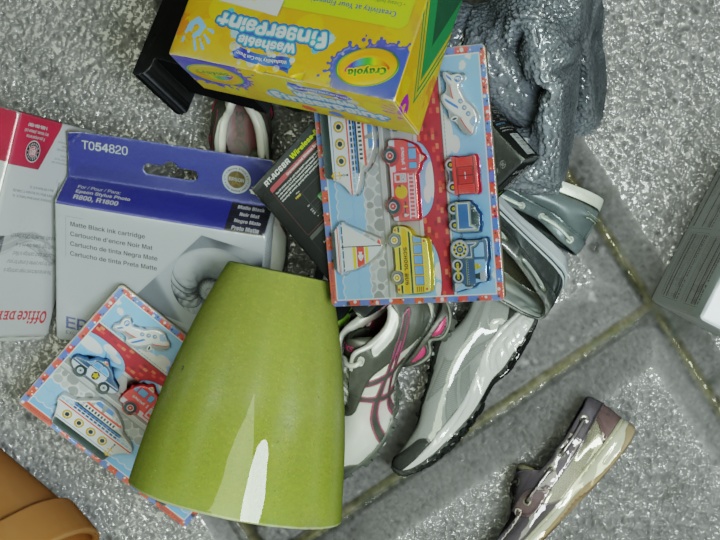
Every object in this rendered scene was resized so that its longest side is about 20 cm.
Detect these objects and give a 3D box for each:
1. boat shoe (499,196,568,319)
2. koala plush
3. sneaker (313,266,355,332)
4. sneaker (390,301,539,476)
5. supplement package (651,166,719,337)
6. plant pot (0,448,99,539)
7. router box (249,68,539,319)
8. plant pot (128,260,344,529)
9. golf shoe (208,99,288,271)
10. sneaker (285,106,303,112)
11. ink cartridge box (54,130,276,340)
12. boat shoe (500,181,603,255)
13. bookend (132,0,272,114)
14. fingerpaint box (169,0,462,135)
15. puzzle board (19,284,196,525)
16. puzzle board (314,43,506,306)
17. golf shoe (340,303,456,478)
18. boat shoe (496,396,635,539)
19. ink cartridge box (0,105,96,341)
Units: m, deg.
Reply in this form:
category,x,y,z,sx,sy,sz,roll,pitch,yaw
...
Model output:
category,x,y,z,sx,sy,sz,roll,pitch,yaw
boat shoe,0.104,-0.030,1.283,0.199,0.071,0.072,32,132,-9
koala plush,0.105,-0.190,1.264,0.198,0.178,0.185,11,126,22
sneaker,0.000,0.000,1.322,0.082,0.072,0.202,12,93,-1
sneaker,0.086,0.104,1.332,0.079,0.074,0.201,33,87,10
supplement package,0.374,0.002,1.254,0.151,0.200,0.152,27,93,-1
plant pot,-0.357,0.246,1.287,0.200,0.200,0.140,-41,76,2
router box,0.027,-0.081,1.188,0.200,0.062,0.150,-44,81,20
plant pot,-0.089,0.099,1.222,0.185,0.187,0.202,11,89,0
golf shoe,-0.111,-0.070,1.314,0.076,0.088,0.202,-6,94,-1
sneaker,-0.041,-0.246,1.322,0.079,0.074,0.202,18,88,14
ink cartridge box,-0.179,-0.015,1.293,0.197,0.041,0.202,8,118,5
boat shoe,0.124,-0.069,1.319,0.198,0.073,0.062,18,89,-5
bookend,-0.060,-0.220,1.221,0.198,0.092,0.200,16,79,23
fingerpaint box,-0.026,-0.212,1.117,0.198,0.073,0.168,14,79,23
puzzle board,-0.191,0.129,1.316,0.200,0.017,0.151,40,102,-15
puzzle board,0.036,-0.073,1.142,0.149,0.017,0.202,-3,95,21
golf shoe,0.001,0.094,1.298,0.088,0.077,0.201,22,100,-42
boat shoe,0.172,0.204,1.334,0.065,0.072,0.200,42,95,11
ink cartridge box,-0.325,-0.044,1.280,0.083,0.145,0.202,15,92,16
